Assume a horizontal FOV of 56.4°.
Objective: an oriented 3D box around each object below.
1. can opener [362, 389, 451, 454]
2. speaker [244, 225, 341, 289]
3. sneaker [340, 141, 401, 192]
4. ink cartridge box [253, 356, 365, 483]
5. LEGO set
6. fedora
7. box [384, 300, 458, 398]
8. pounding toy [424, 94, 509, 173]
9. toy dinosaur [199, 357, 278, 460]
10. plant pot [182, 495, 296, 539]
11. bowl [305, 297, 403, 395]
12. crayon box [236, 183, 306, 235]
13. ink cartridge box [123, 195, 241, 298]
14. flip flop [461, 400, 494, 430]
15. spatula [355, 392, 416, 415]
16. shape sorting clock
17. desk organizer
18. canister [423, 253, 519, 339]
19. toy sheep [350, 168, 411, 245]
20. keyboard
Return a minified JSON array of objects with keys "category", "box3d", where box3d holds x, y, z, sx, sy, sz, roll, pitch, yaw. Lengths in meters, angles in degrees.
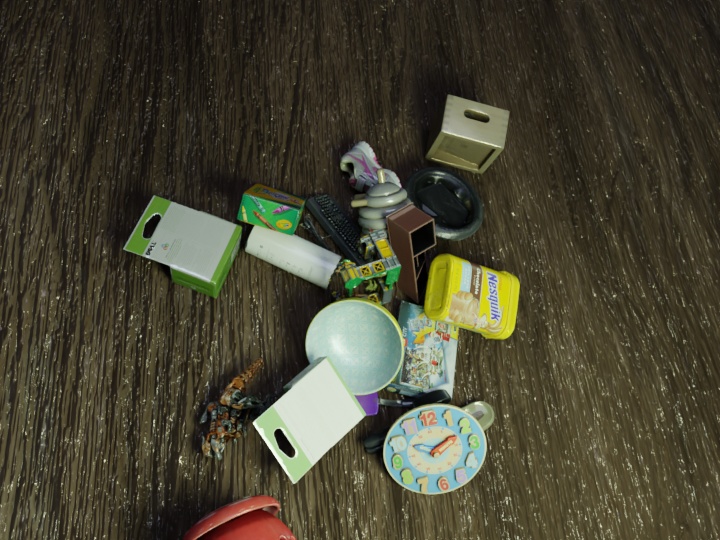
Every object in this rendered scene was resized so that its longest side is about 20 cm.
[{"category":"can opener","box3d":[0.099,0.312,1.328,0.199,0.064,0.079,-28,40,-2]},{"category":"speaker","box3d":[-0.143,-0.034,1.447,0.199,0.081,0.081,25,61,1]},{"category":"sneaker","box3d":[0.022,-0.209,1.578,0.088,0.082,0.200,-30,66,-23]},{"category":"ink cartridge box","box3d":[-0.100,0.279,1.272,0.200,0.048,0.146,-38,102,-30]},{"category":"LEGO set","box3d":[0.000,0.000,1.406,0.153,0.200,0.116,-22,62,-8]},{"category":"fedora","box3d":[0.184,-0.140,1.568,0.199,0.092,0.202,5,61,-9]},{"category":"box","box3d":[0.133,0.172,1.421,0.136,0.038,0.201,15,56,-5]},{"category":"pounding toy","box3d":[0.278,-0.338,1.652,0.199,0.184,0.143,13,74,-6]},{"category":"toy dinosaur","box3d":[-0.230,0.262,1.279,0.135,0.102,0.201,14,83,13]},{"category":"plant pot","box3d":[-0.194,0.493,1.114,0.200,0.201,0.183,-20,62,-21]},{"category":"bowl","box3d":[-0.002,0.139,1.365,0.199,0.201,0.108,30,19,3]},{"category":"crayon box","box3d":[-0.185,-0.132,1.428,0.118,0.200,0.059,16,102,-5]},{"category":"ink cartridge box","box3d":[-0.368,-0.052,1.408,0.199,0.076,0.148,20,62,-1]},{"category":"flip flop","box3d":[0.192,0.326,1.356,0.199,0.058,0.081,-27,72,-19]},{"category":"spatula","box3d":[0.071,0.271,1.379,0.199,0.021,0.057,2,64,-12]},{"category":"shape sorting clock","box3d":[0.142,0.345,1.283,0.199,0.039,0.201,0,106,-1]},{"category":"desk organizer","box3d":[0.116,-0.034,1.431,0.072,0.201,0.077,-29,43,-21]},{"category":"canister","box3d":[0.237,0.056,1.431,0.199,0.086,0.149,17,77,-34]},{"category":"toy sheep","box3d":[0.053,-0.124,1.474,0.137,0.201,0.138,-9,23,4]},{"category":"keyboard","box3d":[-0.056,-0.087,1.512,0.127,0.021,0.200,-28,72,-39]}]
